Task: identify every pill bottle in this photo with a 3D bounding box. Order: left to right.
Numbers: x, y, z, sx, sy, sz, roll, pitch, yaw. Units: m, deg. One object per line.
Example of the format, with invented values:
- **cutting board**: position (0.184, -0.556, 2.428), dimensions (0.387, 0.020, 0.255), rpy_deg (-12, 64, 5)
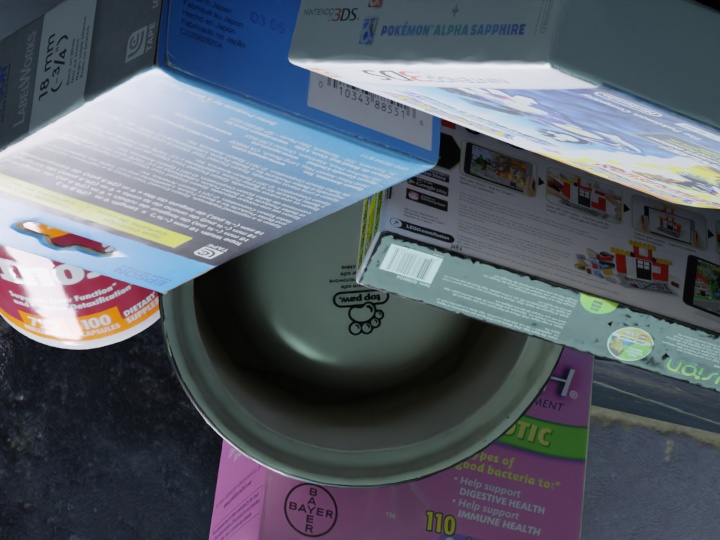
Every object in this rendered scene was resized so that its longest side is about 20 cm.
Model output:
- **pill bottle**: position (-0.150, -0.055, 1.255), dimensions (0.113, 0.113, 0.200), rpy_deg (14, 153, 18)

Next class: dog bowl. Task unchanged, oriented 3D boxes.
- **dog bowl**: position (0.000, 0.000, 1.278), dimensions (0.200, 0.200, 0.074), rpy_deg (16, -167, -10)

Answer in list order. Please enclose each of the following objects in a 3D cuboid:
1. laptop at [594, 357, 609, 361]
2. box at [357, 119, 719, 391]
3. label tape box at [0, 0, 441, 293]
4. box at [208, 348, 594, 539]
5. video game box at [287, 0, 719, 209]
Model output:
- **laptop**: position (0.105, -0.006, 1.558), dimensions (0.177, 0.103, 0.200), rpy_deg (7, -150, 18)
- **box**: position (0.101, -0.014, 1.181), dimensions (0.200, 0.110, 0.035), rpy_deg (17, 132, -10)
- **label tape box**: position (-0.083, -0.061, 1.132), dimensions (0.144, 0.063, 0.200), rpy_deg (19, 153, -35)
- **box**: position (0.024, 0.086, 1.398), dimensions (0.176, 0.200, 0.097), rpy_deg (15, 153, -16)
- **video game box**: position (0.101, -0.066, 0.977), dimensions (0.200, 0.047, 0.182), rpy_deg (18, 177, -29)
